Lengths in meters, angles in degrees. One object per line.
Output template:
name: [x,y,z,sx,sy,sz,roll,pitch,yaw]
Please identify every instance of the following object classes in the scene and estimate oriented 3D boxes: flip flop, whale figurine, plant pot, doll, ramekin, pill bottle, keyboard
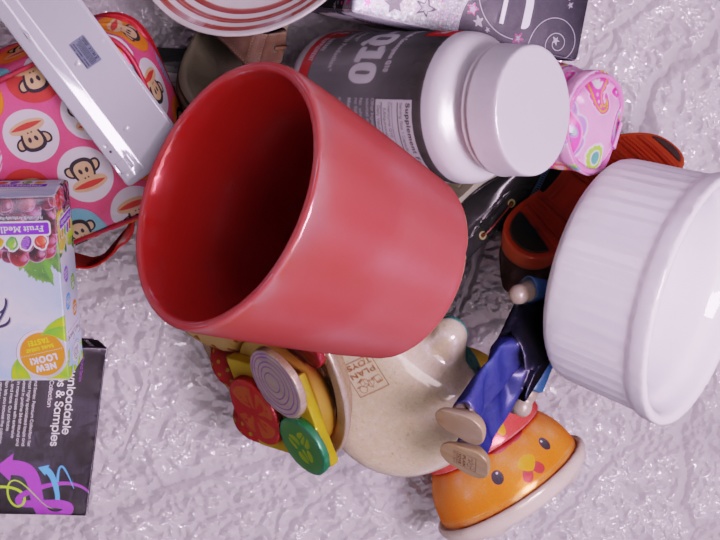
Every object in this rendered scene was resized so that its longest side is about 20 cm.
flip flop: [-0.084,-0.178,1.634,0.081,0.058,0.201,23,52,-9]
whale figurine: [0.019,0.067,1.729,0.159,0.104,0.200,-27,108,26]
plant pot: [-0.033,-0.028,1.534,0.177,0.200,0.201,21,97,-39]
doll: [0.126,0.071,1.693,0.200,0.048,0.137,-52,148,-34]
ramekin: [0.222,0.010,1.673,0.200,0.097,0.202,-41,141,-46]
pill bottle: [0.051,-0.124,1.628,0.114,0.199,0.115,-7,99,-50]
keyboard: [-0.203,-0.152,1.543,0.056,0.011,0.200,-34,109,7]

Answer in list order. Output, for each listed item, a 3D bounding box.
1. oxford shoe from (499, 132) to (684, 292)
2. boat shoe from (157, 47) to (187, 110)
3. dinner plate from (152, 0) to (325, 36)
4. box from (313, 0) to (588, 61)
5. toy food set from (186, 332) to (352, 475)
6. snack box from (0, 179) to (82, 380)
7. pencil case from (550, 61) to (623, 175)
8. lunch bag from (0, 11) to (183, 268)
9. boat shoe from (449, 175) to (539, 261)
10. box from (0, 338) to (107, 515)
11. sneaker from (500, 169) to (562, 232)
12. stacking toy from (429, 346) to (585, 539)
oxford shoe: [0.186,-0.049,1.777,0.199,0.071,0.073,-30,154,-27]
boat shoe: [-0.128,-0.135,1.686,0.200,0.074,0.065,1,111,-18]
dinner plate: [-0.077,-0.263,1.620,0.200,0.200,0.024,-47,153,-3]
box: [0.067,-0.237,1.693,0.199,0.132,0.116,8,95,-24]
toy food set: [-0.079,0.066,1.692,0.049,0.197,0.201,-32,115,-29]
snack box: [-0.312,0.008,1.593,0.198,0.053,0.143,-1,108,5]
pencil case: [0.111,-0.127,1.706,0.087,0.199,0.088,-13,107,-47]
lunch bag: [-0.226,-0.085,1.619,0.199,0.082,0.177,-18,112,12]
boat shoe: [0.097,-0.064,1.757,0.201,0.074,0.063,-43,126,-14]
box: [-0.306,0.121,1.705,0.199,0.036,0.144,4,103,-21]
sneaker: [0.151,-0.032,1.832,0.081,0.073,0.202,-10,98,-16]
stacking toy: [0.085,0.117,1.829,0.146,0.146,0.201,-35,98,-9]
